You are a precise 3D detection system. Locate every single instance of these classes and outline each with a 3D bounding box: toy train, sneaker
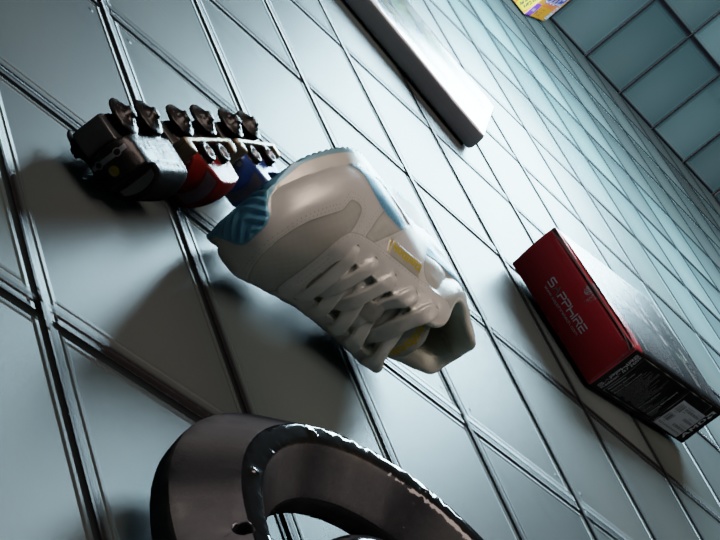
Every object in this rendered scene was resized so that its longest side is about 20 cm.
[{"bbox_3d":[-0.078,-0.051,0.855,0.046,0.034,0.200,56,15,6],"label":"toy train"},{"bbox_3d":[0.000,0.000,0.887,0.081,0.076,0.200,59,18,22],"label":"sneaker"}]

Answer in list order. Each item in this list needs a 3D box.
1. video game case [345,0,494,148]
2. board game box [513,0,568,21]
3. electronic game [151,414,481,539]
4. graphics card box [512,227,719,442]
[{"bbox_3d":[0.049,-0.207,1.680,0.200,0.022,0.182,50,14,-6],"label":"video game case"},{"bbox_3d":[0.291,-0.542,2.934,0.200,0.200,0.200,52,14,6],"label":"board game box"},{"bbox_3d":[0.010,0.127,0.628,0.200,0.042,0.200,39,18,-15],"label":"electronic game"},{"bbox_3d":[0.206,0.054,1.453,0.200,0.051,0.126,29,26,-55],"label":"graphics card box"}]
